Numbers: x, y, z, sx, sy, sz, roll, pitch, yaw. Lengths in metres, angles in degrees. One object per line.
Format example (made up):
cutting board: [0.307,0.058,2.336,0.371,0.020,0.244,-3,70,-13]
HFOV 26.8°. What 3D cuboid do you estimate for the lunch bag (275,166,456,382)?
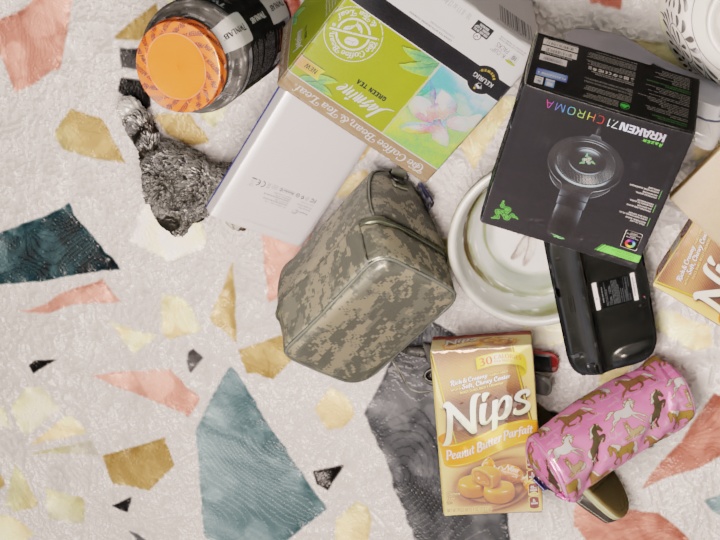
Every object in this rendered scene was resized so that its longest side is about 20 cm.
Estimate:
lunch bag: [0.000,0.000,1.704,0.139,0.169,0.200,22,127,-35]

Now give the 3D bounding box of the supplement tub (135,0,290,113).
supplement tub: [-0.159,-0.244,1.632,0.121,0.200,0.124,6,113,14]

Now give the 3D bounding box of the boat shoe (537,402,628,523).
boat shoe: [0.227,0.225,1.776,0.201,0.072,0.066,43,124,2]

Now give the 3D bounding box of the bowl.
bowl: [0.392,-0.258,1.509,0.199,0.094,0.203,7,112,16]

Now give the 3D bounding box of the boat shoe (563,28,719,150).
boat shoe: [0.288,-0.186,1.564,0.199,0.073,0.066,35,131,30]

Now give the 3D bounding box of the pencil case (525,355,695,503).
pencil case: [0.278,0.175,1.673,0.083,0.199,0.087,42,156,43]

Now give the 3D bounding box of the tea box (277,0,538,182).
tea box: [0.048,-0.239,1.575,0.199,0.134,0.197,31,121,-19]

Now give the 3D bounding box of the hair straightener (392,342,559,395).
hair straightener: [0.127,0.119,1.755,0.198,0.077,0.041,9,141,13]

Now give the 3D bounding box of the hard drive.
hard drive: [-0.069,-0.128,1.696,0.131,0.025,0.201,18,116,-35]

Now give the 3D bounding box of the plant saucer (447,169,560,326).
plant saucer: [0.195,-0.037,1.673,0.198,0.050,0.202,1,116,2]

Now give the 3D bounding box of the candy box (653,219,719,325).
candy box: [0.411,-0.041,1.603,0.115,0.055,0.201,31,117,4]

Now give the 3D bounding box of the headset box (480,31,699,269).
headset box: [0.226,-0.114,1.522,0.172,0.093,0.201,17,135,2]

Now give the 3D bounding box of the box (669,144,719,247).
box: [0.438,-0.088,1.525,0.163,0.021,0.200,42,115,-2]

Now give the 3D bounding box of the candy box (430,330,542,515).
candy box: [0.144,0.173,1.710,0.114,0.055,0.202,-4,106,6]

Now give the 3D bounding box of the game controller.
game controller: [0.265,0.022,1.657,0.103,0.042,0.202,-18,116,-6]

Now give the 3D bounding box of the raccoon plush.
raccoon plush: [-0.191,-0.132,1.754,0.133,0.097,0.201,-26,102,17]
